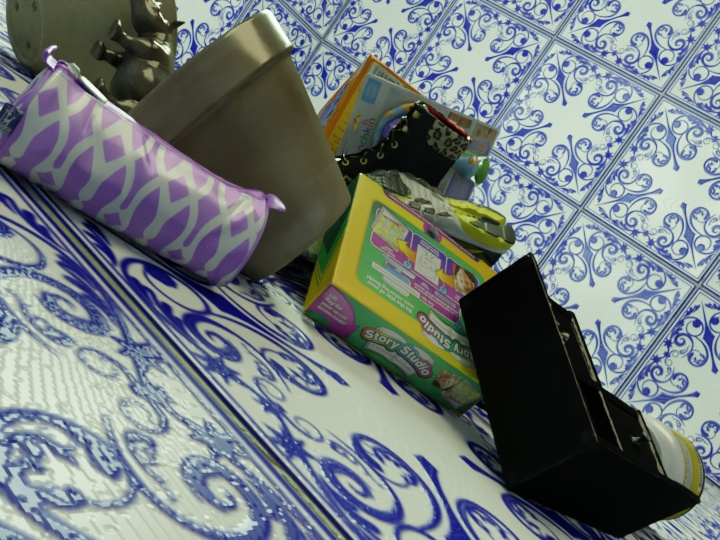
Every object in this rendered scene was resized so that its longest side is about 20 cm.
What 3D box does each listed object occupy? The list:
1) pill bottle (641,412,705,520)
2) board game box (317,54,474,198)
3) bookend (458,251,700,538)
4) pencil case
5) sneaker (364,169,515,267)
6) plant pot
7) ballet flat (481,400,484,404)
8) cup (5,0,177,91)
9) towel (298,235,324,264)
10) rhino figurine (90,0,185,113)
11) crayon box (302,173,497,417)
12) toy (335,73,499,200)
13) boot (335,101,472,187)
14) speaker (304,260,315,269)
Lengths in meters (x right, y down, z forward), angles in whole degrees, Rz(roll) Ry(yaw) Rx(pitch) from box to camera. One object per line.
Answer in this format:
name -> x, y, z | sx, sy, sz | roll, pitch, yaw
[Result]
pill bottle -> 0.320, 0.224, 0.890 | 0.114, 0.115, 0.199 | 40, 7, 37
board game box -> 0.011, -0.133, 1.107 | 0.199, 0.202, 0.199 | 34, -24, -15
bookend -> 0.204, 0.123, 0.737 | 0.199, 0.092, 0.201 | 32, 35, -37
pencil case -> -0.157, -0.068, 0.552 | 0.199, 0.086, 0.084 | 34, 8, -30
sneaker -> 0.077, -0.045, 0.887 | 0.197, 0.085, 0.075 | 21, 34, -10
plant pot -> -0.103, -0.096, 0.690 | 0.174, 0.199, 0.200 | 50, 3, -13
ballet flat -> 0.142, 0.115, 0.929 | 0.199, 0.068, 0.068 | 36, 10, -2
cup -> -0.329, -0.293, 0.917 | 0.142, 0.203, 0.200 | -11, 41, -44
towel -> -0.079, -0.057, 0.850 | 0.198, 0.023, 0.145 | 22, 31, -32
rhino figurine -> -0.238, -0.222, 0.830 | 0.059, 0.203, 0.087 | -12, -30, 41
crayon box -> 0.049, 0.022, 0.788 | 0.199, 0.058, 0.174 | 34, 40, -18
toy -> 0.079, -0.153, 0.976 | 0.197, 0.117, 0.047 | 16, 17, -24
boot -> 0.017, -0.141, 0.912 | 0.201, 0.155, 0.074 | 28, 25, -18
speaker -> 0.000, 0.000, 0.938 | 0.081, 0.082, 0.200 | 29, 9, -46
